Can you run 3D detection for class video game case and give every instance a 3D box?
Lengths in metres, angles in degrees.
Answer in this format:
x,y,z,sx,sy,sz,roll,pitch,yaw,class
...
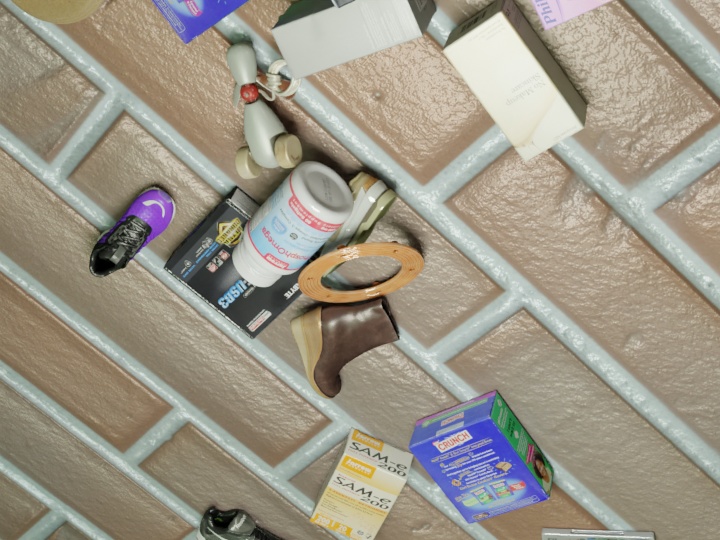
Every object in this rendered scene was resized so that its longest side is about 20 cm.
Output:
x,y,z,sx,sy,sz,roll,pitch,yaw,class
0.438,0.531,1.998,0.199,0.018,0.144,-2,122,17,video game case

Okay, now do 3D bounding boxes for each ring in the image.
x,y,z,sx,sy,sz,roll,pitch,yaw,class
0.000,0.000,1.700,0.199,0.019,0.201,-9,156,-4,ring

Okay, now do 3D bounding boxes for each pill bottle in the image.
x,y,z,sx,sy,sz,roll,pitch,yaw,class
-0.107,-0.064,1.644,0.109,0.109,0.200,38,126,-11,pill bottle

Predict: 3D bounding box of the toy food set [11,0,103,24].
x,y,z,sx,sy,sz,roll,pitch,yaw,class
-0.447,-0.453,1.563,0.198,0.049,0.200,32,126,-7,toy food set

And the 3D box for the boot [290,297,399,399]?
x,y,z,sx,sy,sz,roll,pitch,yaw,class
-0.014,0.134,1.825,0.166,0.073,0.200,-11,131,11,boot

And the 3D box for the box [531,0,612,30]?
x,y,z,sx,sy,sz,roll,pitch,yaw,class
0.285,-0.428,1.349,0.199,0.097,0.176,-20,116,26,box

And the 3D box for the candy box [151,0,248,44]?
x,y,z,sx,sy,sz,roll,pitch,yaw,class
-0.208,-0.436,1.492,0.200,0.077,0.169,-26,112,29,candy box

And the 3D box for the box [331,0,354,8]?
x,y,z,sx,sy,sz,roll,pitch,yaw,class
0.043,-0.437,1.377,0.199,0.148,0.105,-20,116,25,box

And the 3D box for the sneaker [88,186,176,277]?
x,y,z,sx,sy,sz,roll,pitch,yaw,class
-0.377,-0.051,1.780,0.070,0.100,0.200,40,124,-15,sneaker

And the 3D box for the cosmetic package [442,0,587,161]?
x,y,z,sx,sy,sz,roll,pitch,yaw,class
0.213,-0.262,1.495,0.103,0.073,0.200,-31,110,30,cosmetic package

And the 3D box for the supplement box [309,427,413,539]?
x,y,z,sx,sy,sz,roll,pitch,yaw,class
0.000,0.398,1.995,0.126,0.074,0.200,23,126,-1,supplement box

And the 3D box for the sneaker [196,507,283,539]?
x,y,z,sx,sy,sz,roll,pitch,yaw,class
-0.227,0.518,2.142,0.199,0.067,0.091,16,128,7,sneaker

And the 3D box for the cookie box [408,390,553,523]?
x,y,z,sx,sy,sz,roll,pitch,yaw,class
0.210,0.326,1.887,0.171,0.075,0.200,-25,114,28,cookie box

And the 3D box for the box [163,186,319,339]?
x,y,z,sx,sy,sz,roll,pitch,yaw,class
-0.190,-0.009,1.792,0.198,0.050,0.200,41,124,-12,box

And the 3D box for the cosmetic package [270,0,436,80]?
x,y,z,sx,sy,sz,roll,pitch,yaw,class
-0.010,-0.340,1.484,0.199,0.107,0.090,-16,117,26,cosmetic package

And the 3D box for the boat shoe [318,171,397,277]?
x,y,z,sx,sy,sz,roll,pitch,yaw,class
-0.019,-0.072,1.693,0.068,0.075,0.200,43,126,6,boat shoe

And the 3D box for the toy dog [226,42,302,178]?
x,y,z,sx,sy,sz,roll,pitch,yaw,class
-0.138,-0.235,1.615,0.131,0.096,0.201,13,113,16,toy dog
